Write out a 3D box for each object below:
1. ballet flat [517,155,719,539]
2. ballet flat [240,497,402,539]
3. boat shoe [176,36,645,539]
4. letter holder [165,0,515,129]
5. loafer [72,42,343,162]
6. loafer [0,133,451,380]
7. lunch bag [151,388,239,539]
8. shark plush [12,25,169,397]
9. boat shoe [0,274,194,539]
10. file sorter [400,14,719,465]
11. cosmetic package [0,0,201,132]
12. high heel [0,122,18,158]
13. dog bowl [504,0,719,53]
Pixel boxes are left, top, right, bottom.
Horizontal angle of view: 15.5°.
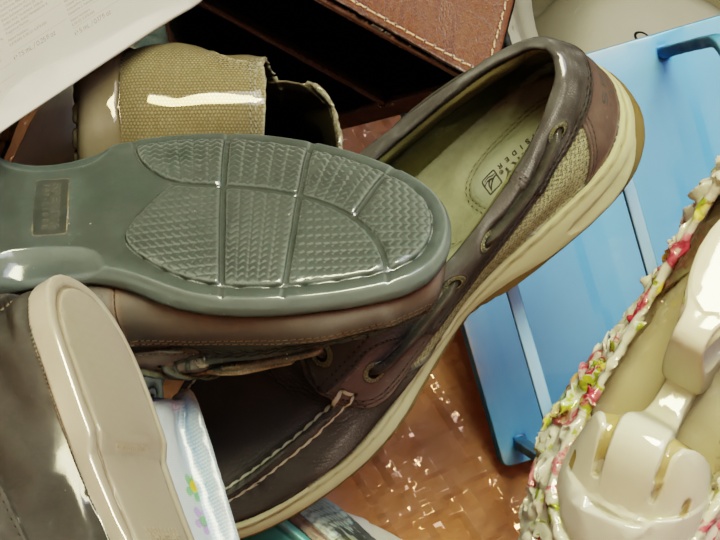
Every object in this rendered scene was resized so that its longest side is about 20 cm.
[{"bbox_3d":[0.100,0.036,0.842,0.075,0.064,0.201,24,89,15],"label":"ballet flat"},{"bbox_3d":[0.013,0.126,0.883,0.200,0.069,0.071,37,32,17],"label":"ballet flat"},{"bbox_3d":[0.001,0.000,0.834,0.072,0.201,0.066,50,6,34],"label":"boat shoe"},{"bbox_3d":[-0.012,-0.172,0.921,0.142,0.100,0.201,26,69,-31],"label":"letter holder"},{"bbox_3d":[-0.034,-0.024,0.904,0.067,0.200,0.076,-2,78,18],"label":"loafer"},{"bbox_3d":[-0.070,0.002,0.796,0.199,0.063,0.072,1,46,7],"label":"loafer"},{"bbox_3d":[-0.109,0.148,0.769,0.169,0.127,0.201,-5,71,-31],"label":"lunch bag"},{"bbox_3d":[-0.087,-0.028,0.950,0.083,0.091,0.201,35,41,-28],"label":"shark plush"},{"bbox_3d":[-0.070,0.099,0.716,0.067,0.057,0.201,25,41,-60],"label":"boat shoe"},{"bbox_3d":[0.134,-0.019,0.938,0.199,0.123,0.139,-16,94,-5],"label":"file sorter"},{"bbox_3d":[-0.134,-0.076,0.773,0.200,0.050,0.083,-40,119,-45],"label":"cosmetic package"},{"bbox_3d":[-0.135,-0.052,0.897,0.071,0.143,0.200,15,45,22],"label":"high heel"},{"bbox_3d":[0.129,-0.072,1.088,0.199,0.074,0.201,14,53,-19],"label":"dog bowl"}]
